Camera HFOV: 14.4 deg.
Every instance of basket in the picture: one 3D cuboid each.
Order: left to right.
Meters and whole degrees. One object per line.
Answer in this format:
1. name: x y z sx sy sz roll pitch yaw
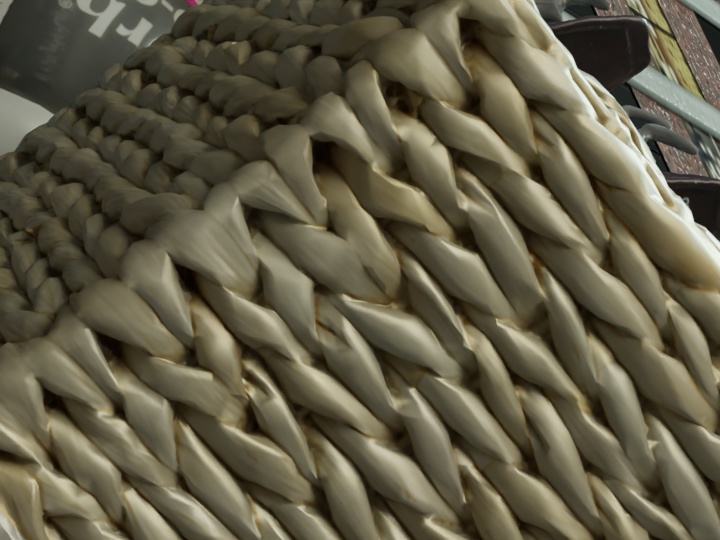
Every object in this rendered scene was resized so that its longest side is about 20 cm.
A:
1. basket: -0.003 0.049 0.591 0.200 0.161 0.198 49 -7 -15

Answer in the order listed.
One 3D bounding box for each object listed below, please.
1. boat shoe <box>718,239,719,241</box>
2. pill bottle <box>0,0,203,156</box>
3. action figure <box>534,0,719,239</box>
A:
1. boat shoe: 0.020 0.047 0.748 0.072 0.198 0.065 -84 159 -48
2. pill bottle: -0.095 -0.027 0.766 0.116 0.116 0.201 46 35 -23
3. action figure: 0.024 -0.068 0.760 0.200 0.069 0.131 -128 -161 -57
